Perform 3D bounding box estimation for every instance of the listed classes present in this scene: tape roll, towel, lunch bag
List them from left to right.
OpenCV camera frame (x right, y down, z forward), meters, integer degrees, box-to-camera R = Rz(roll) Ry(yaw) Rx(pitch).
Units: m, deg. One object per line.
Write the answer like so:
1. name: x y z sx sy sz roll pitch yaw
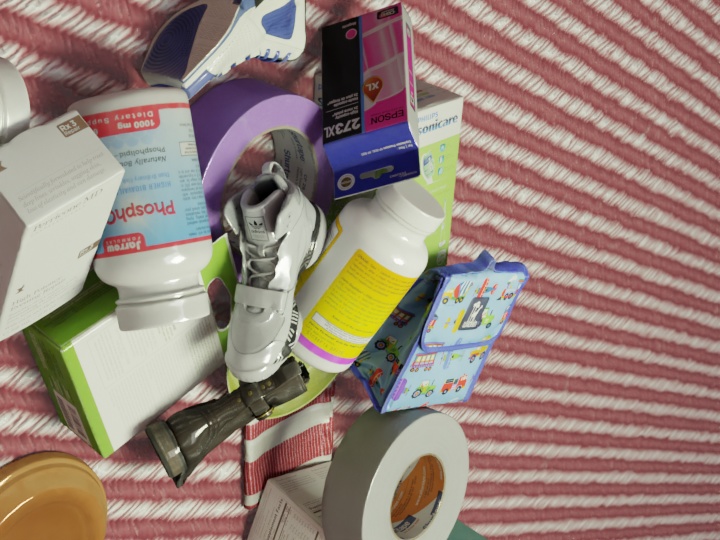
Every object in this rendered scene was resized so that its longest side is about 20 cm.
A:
1. tape roll: -0.112 -0.088 1.316 0.199 0.065 0.202 -30 131 -40
2. towel: -0.083 0.175 1.545 0.143 0.023 0.202 -24 128 -42
3. tape roll: 0.043 0.253 1.507 0.199 0.066 0.203 -23 121 -45
4. lunch bag: 0.095 0.054 1.459 0.149 0.094 0.201 -2 134 -44

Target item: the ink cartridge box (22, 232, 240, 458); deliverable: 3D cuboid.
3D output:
1. ink cartridge box: -0.210 0.059 1.259 0.199 0.075 0.149 -38 137 -29

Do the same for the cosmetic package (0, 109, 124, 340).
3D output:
1. cosmetic package: -0.268 -0.032 1.064 0.101 0.074 0.200 -36 170 -34

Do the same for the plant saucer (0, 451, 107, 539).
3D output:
1. plant saucer: -0.325 0.278 1.283 0.199 0.037 0.202 -30 132 -39

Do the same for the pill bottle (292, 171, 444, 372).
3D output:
1. pill bottle: 0.000 0.000 1.324 0.104 0.104 0.201 7 126 -53

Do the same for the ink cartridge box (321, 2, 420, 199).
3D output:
1. ink cartridge box: 0.009 -0.173 1.308 0.037 0.094 0.202 48 34 -54

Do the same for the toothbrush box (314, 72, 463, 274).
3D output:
1. toothbrush box: 0.024 -0.107 1.410 0.086 0.145 0.202 -22 127 -42

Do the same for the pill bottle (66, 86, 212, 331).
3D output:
1. pill bottle: -0.189 -0.054 1.142 0.108 0.108 0.203 -13 94 -47

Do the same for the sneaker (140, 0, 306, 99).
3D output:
1. sneaker: -0.107 -0.223 1.230 0.200 0.080 0.115 -55 141 -17

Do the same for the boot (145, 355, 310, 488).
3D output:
1. boot: -0.127 0.148 1.322 0.173 0.070 0.200 -29 176 -10

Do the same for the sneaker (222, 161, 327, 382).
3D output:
1. sneaker: -0.096 -0.003 1.237 0.115 0.074 0.202 59 43 -55

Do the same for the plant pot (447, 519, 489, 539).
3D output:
1. plant pot: 0.076 0.406 1.599 0.200 0.140 0.143 -39 145 -37

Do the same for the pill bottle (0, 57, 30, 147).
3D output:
1. pill bottle: -0.349 -0.114 0.957 0.199 0.110 0.113 -13 120 -48

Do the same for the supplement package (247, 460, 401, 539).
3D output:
1. supplement package: -0.035 0.331 1.608 0.199 0.110 0.157 -7 124 -49

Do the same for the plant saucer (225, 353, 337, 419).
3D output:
1. plant saucer: -0.077 0.069 1.436 0.199 0.031 0.202 -28 135 -32
